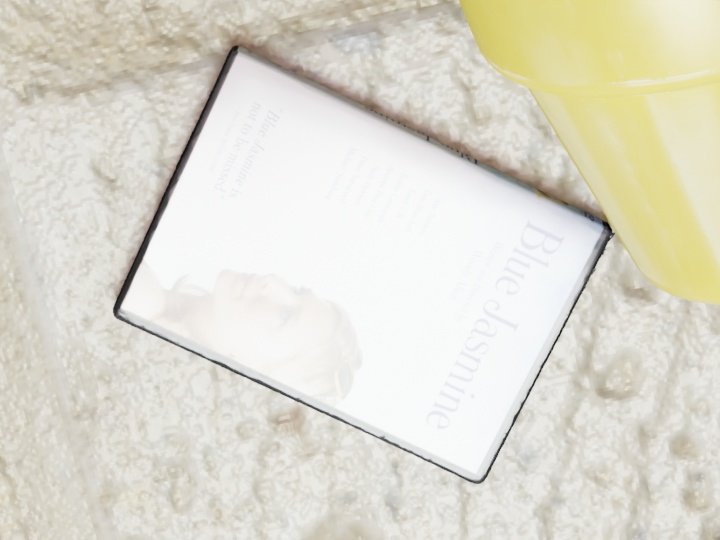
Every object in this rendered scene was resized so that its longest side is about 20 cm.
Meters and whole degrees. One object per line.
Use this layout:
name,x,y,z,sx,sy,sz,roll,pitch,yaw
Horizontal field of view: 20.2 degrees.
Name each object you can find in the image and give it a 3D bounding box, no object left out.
plant pot,0.153,-0.099,0.851,0.200,0.201,0.189,-20,119,6
dvd case,0.000,0.000,0.958,0.199,0.018,0.143,25,103,-5
